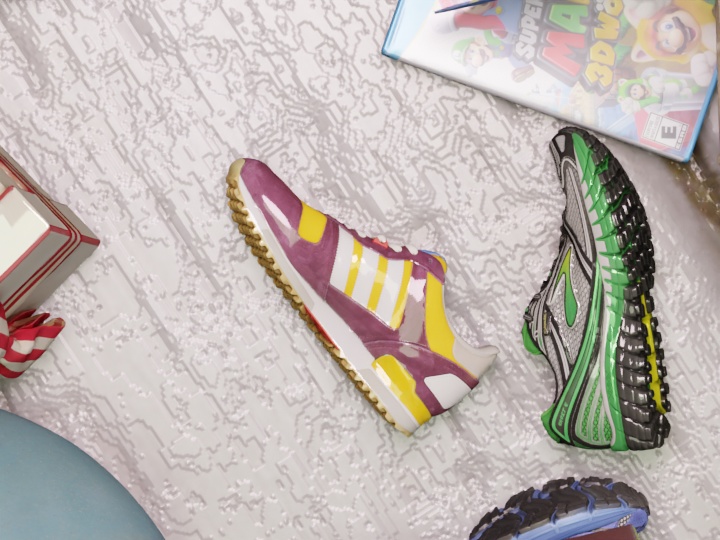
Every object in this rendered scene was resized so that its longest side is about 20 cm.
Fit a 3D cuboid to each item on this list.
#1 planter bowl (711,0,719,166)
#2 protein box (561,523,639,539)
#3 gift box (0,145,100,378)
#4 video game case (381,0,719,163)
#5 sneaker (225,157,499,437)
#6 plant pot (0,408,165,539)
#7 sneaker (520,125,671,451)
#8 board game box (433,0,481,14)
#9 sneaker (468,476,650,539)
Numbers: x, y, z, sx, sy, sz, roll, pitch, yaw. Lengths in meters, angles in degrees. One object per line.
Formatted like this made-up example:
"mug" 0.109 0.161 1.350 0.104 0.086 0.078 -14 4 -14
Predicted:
"planter bowl" 0.273 -0.117 1.490 0.134 0.200 0.201 -3 95 7
"protein box" 0.092 0.284 1.508 0.199 0.135 0.199 -13 122 0
"gift box" -0.275 -0.002 1.500 0.187 0.185 0.200 44 96 5
"video game case" 0.129 -0.166 1.561 0.199 0.018 0.144 19 90 -2
"sneaker" 0.000 0.000 1.557 0.090 0.075 0.200 -37 100 -6
"plant pot" -0.228 0.161 1.518 0.200 0.200 0.135 -31 67 2
"sneaker" 0.132 0.012 1.553 0.085 0.078 0.201 -7 85 20
"board game box" 0.135 -0.190 1.472 0.199 0.158 0.039 -14 94 -2
"sneaker" 0.092 0.193 1.576 0.200 0.075 0.079 -30 103 10
